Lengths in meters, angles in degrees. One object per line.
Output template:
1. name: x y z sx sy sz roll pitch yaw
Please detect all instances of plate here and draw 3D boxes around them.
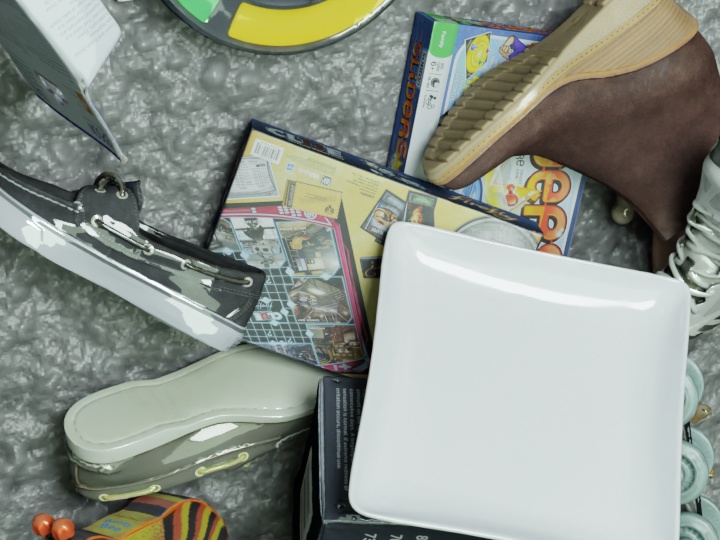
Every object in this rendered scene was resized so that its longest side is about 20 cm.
1. plate: 0.099 0.079 1.048 0.199 0.201 0.032 12 150 -5

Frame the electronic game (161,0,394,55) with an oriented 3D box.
1. electronic game: -0.044 -0.227 1.019 0.199 0.042 0.201 -8 113 -20

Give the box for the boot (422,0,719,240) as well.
1. boot: 0.156 -0.077 1.107 0.200 0.072 0.166 -41 114 -3

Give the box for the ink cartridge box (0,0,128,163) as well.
1. ink cartridge box: -0.193 -0.165 0.914 0.041 0.200 0.200 -39 119 -10

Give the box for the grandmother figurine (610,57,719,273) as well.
1. grandmother figurine: 0.233 -0.064 1.197 0.121 0.061 0.201 -22 119 -22

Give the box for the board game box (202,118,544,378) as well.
1. board game box: 0.000 0.000 1.109 0.199 0.035 0.136 20 104 -9

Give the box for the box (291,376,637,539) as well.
1. box: 0.062 0.152 1.110 0.199 0.105 0.148 4 146 -8

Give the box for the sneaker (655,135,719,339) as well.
1. sneaker: 0.231 -0.008 1.107 0.115 0.076 0.200 -43 154 3

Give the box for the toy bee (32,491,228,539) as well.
1. toy bee: -0.159 0.189 1.086 0.130 0.200 0.109 -5 116 17

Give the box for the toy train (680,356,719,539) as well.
1. toy train: 0.193 0.141 1.220 0.114 0.085 0.201 -8 95 16

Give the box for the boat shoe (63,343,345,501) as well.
1. boat shoe: -0.095 0.099 1.127 0.201 0.072 0.060 -13 132 -21

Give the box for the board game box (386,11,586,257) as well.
1. board game box: 0.085 -0.065 1.150 0.135 0.034 0.201 4 108 -21

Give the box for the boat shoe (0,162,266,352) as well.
1. boat shoe: -0.147 -0.024 1.045 0.200 0.070 0.066 31 94 -10

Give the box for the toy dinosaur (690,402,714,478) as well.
1. toy dinosaur: 0.206 0.184 1.291 0.106 0.060 0.200 37 96 1
